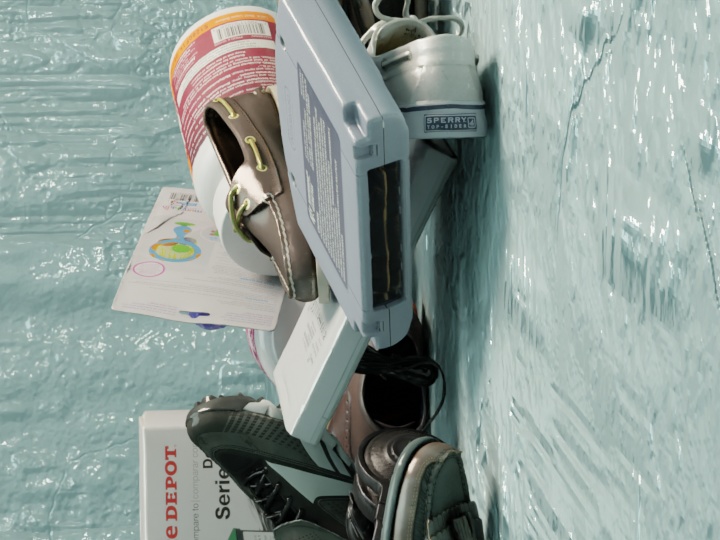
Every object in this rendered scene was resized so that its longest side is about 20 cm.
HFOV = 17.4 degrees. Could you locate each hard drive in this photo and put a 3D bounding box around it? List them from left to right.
[{"bbox_3d":[0.000,0.000,1.506,0.201,0.026,0.132,-64,12,11],"label":"hard drive"}]

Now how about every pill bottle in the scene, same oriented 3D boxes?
[{"bbox_3d":[-0.074,-0.095,1.711,0.201,0.109,0.110,-107,15,-48],"label":"pill bottle"},{"bbox_3d":[-0.026,0.044,1.760,0.200,0.112,0.114,-173,82,-85],"label":"pill bottle"}]

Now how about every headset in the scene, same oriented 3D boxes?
[{"bbox_3d":[0.012,0.140,1.482,0.124,0.093,0.201,99,-175,-59],"label":"headset"}]

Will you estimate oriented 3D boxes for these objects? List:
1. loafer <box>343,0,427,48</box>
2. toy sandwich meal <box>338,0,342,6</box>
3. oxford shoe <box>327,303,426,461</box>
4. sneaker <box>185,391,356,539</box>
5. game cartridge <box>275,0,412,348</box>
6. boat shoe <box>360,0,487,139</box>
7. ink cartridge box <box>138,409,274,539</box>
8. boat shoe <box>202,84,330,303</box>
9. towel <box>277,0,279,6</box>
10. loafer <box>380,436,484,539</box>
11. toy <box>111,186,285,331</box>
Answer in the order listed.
[{"bbox_3d":[0.017,-0.207,1.475,0.063,0.071,0.202,-122,22,-64],"label":"loafer"},{"bbox_3d":[0.005,-0.173,1.629,0.205,0.070,0.207,179,90,-84],"label":"toy sandwich meal"},{"bbox_3d":[0.011,0.116,1.636,0.073,0.071,0.202,-118,27,-66],"label":"oxford shoe"},{"bbox_3d":[-0.035,0.154,1.545,0.066,0.200,0.091,-29,38,39],"label":"sneaker"},{"bbox_3d":[-0.010,-0.064,1.365,0.201,0.041,0.134,88,163,-51],"label":"game cartridge"},{"bbox_3d":[0.028,-0.120,1.376,0.202,0.074,0.087,-154,63,-81],"label":"boat shoe"},{"bbox_3d":[-0.064,0.177,1.727,0.084,0.198,0.147,-141,50,-84],"label":"ink cartridge box"},{"bbox_3d":[-0.060,-0.049,1.534,0.201,0.059,0.072,-106,14,-46],"label":"boat shoe"},{"bbox_3d":[-0.031,-0.140,1.524,0.147,0.022,0.202,-137,38,-75],"label":"towel"},{"bbox_3d":[0.053,0.195,1.332,0.072,0.063,0.202,-15,-69,-52],"label":"loafer"},{"bbox_3d":[-0.106,0.003,1.705,0.200,0.114,0.048,-78,-6,-59],"label":"toy"}]
